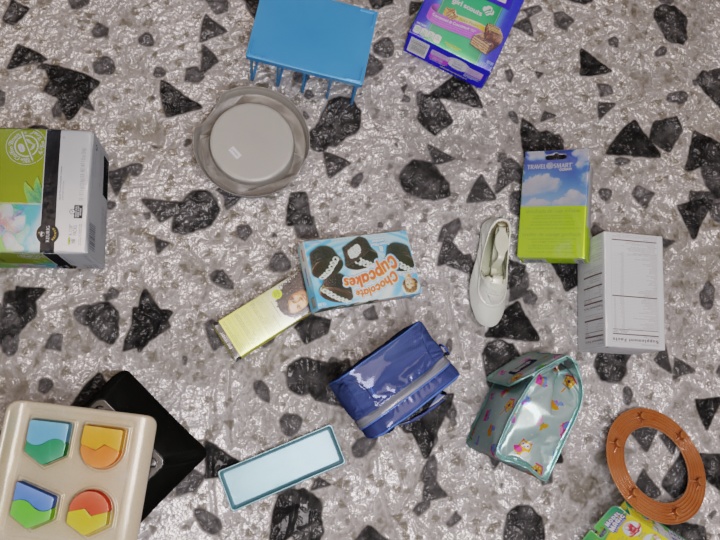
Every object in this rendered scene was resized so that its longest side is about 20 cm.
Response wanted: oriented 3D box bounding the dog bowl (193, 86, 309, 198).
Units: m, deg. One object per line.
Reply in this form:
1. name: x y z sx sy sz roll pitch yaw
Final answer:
1. dog bowl: -0.189 -0.217 1.257 0.200 0.059 0.200 1 79 -7

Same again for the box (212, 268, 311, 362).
1. box: -0.145 0.070 1.215 0.200 0.050 0.075 -34 86 -12

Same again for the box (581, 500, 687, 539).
1. box: 0.472 0.475 1.205 0.200 0.048 0.117 32 107 -3

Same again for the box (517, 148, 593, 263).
1. box: 0.350 -0.114 1.292 0.122 0.048 0.200 1 78 25

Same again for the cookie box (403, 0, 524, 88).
1. cookie box: 0.199 -0.473 1.348 0.171 0.075 0.200 25 77 -2

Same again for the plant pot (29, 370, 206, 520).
1. plant pot: -0.375 0.285 1.080 0.200 0.177 0.200 45 78 1

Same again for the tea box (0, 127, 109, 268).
1. tea box: -0.518 -0.111 1.154 0.196 0.134 0.200 0 80 -7

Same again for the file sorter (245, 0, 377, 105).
1. file sorter: -0.087 -0.390 1.270 0.200 0.123 0.139 13 79 -5

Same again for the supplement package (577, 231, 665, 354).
1. supplement package: 0.456 0.044 1.271 0.114 0.110 0.200 5 79 -7

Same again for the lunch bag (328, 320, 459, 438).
1. lunch bag: 0.064 0.182 1.180 0.200 0.136 0.132 -34 86 -13

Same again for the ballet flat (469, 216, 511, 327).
1. ballet flat: 0.234 -0.002 1.273 0.069 0.069 0.200 9 79 -6

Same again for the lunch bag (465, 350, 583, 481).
1. lunch bag: 0.272 0.223 1.181 0.122 0.170 0.200 26 81 -4

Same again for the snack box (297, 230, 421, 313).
1. snack box: 0.000 0.000 1.224 0.200 0.037 0.116 -8 78 -27

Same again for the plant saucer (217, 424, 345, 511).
1. plant saucer: -0.129 0.324 1.188 0.200 0.019 0.070 -21 83 -12

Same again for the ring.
1. ring: 0.513 0.332 1.238 0.200 0.019 0.201 9 60 -16

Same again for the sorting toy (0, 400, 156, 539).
1. sorting toy: -0.391 0.278 0.970 0.200 0.036 0.185 8 79 -6
